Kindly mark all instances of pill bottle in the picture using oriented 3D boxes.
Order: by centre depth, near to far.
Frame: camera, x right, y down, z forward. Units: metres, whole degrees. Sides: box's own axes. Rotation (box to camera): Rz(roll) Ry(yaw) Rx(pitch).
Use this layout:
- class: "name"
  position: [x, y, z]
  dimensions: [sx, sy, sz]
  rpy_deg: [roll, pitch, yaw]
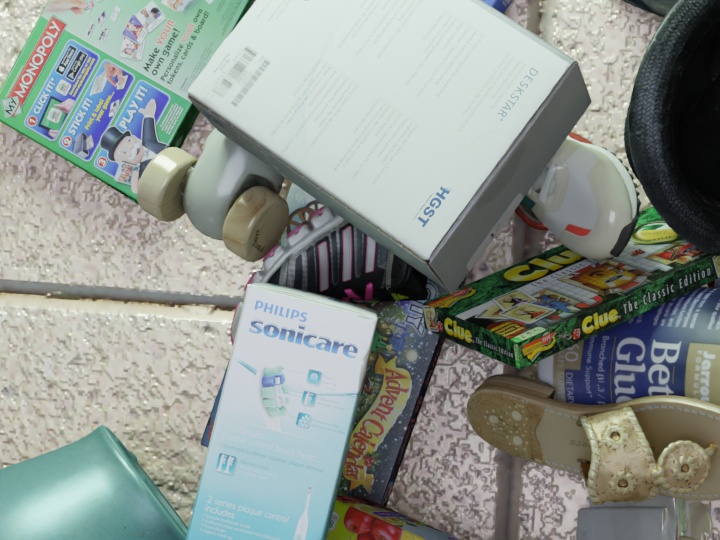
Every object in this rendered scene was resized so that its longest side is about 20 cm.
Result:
- class: "pill bottle"
  position: [0.225, 0.066, 1.284]
  dimensions: [0.199, 0.111, 0.112]
  rpy_deg: [3, 88, 33]

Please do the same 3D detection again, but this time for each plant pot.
- class: "plant pot"
  position: [-0.207, 0.213, 1.357]
  dimensions: [0.188, 0.200, 0.200]
  rpy_deg: [-38, 82, -7]

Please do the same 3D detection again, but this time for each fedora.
- class: "fedora"
  position: [0.238, -0.106, 1.288]
  dimensions: [0.200, 0.091, 0.202]
  rpy_deg: [-2, 93, -27]

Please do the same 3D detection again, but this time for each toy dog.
- class: "toy dog"
  position: [-0.058, -0.089, 1.359]
  dimensions: [0.200, 0.096, 0.132]
  rpy_deg: [-39, 70, 0]

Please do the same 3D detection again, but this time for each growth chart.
- class: "growth chart"
  position: [0.182, 0.219, 1.313]
  dimensions: [0.018, 0.144, 0.201]
  rpy_deg: [5, 90, -32]

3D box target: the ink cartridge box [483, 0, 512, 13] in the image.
- class: "ink cartridge box"
  position: [0.024, -0.177, 1.395]
  dimensions: [0.119, 0.042, 0.200]
  rpy_deg: [37, 93, 14]

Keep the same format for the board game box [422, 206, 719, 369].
- class: "board game box"
  position: [0.149, 0.008, 1.287]
  dimensions: [0.199, 0.105, 0.024]
  rpy_deg: [-22, 111, -28]

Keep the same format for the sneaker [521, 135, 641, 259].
- class: "sneaker"
  position: [0.099, -0.074, 1.303]
  dimensions: [0.200, 0.093, 0.071]
  rpy_deg: [55, 133, 41]

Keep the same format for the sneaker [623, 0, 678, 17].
- class: "sneaker"
  position: [0.251, -0.187, 1.337]
  dimensions: [0.199, 0.082, 0.071]
  rpy_deg: [16, 91, 9]

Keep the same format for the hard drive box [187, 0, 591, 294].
- class: "hard drive box"
  position: [0.018, -0.108, 1.253]
  dimensions: [0.200, 0.077, 0.156]
  rpy_deg: [36, 86, 20]

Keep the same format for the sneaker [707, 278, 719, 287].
- class: "sneaker"
  position: [0.311, -0.042, 1.324]
  dimensions: [0.115, 0.078, 0.200]
  rpy_deg: [43, 94, 8]

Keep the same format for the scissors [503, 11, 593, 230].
- class: "scissors"
  position: [0.103, -0.126, 1.395]
  dimensions: [0.073, 0.014, 0.201]
  rpy_deg: [-30, 82, 11]

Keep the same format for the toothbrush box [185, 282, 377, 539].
- class: "toothbrush box"
  position: [-0.050, 0.113, 1.239]
  dimensions: [0.085, 0.146, 0.201]
  rpy_deg: [15, 91, 1]

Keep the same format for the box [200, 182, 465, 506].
- class: "box"
  position: [-0.015, 0.051, 1.396]
  dimensions: [0.136, 0.038, 0.201]
  rpy_deg: [19, 91, 10]

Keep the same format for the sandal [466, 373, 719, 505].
- class: "sandal"
  position: [0.150, 0.121, 1.244]
  dimensions: [0.211, 0.070, 0.078]
  rpy_deg: [10, 127, 33]

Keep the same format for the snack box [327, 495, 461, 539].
- class: "snack box"
  position: [0.043, 0.260, 1.300]
  dimensions: [0.199, 0.068, 0.170]
  rpy_deg: [21, 93, 29]

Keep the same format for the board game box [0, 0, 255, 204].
- class: "board game box"
  position: [-0.164, -0.167, 1.437]
  dimensions: [0.134, 0.029, 0.201]
  rpy_deg: [30, 93, 11]

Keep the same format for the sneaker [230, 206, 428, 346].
- class: "sneaker"
  position: [0.000, 0.000, 1.338]
  dimensions: [0.200, 0.074, 0.087]
  rpy_deg: [-43, 75, 1]
